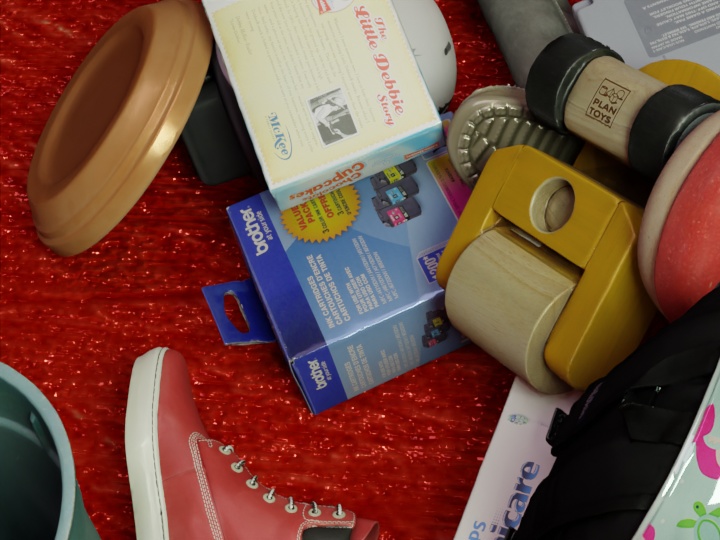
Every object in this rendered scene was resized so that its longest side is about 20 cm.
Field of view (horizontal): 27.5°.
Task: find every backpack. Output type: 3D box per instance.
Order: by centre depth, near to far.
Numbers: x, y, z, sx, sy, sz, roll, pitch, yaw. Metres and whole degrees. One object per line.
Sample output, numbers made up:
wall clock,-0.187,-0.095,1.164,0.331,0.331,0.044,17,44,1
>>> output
backpack,0.161,0.104,0.675,0.149,0.200,0.179,27,64,5

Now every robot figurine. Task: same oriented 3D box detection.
robot figurine,-0.031,-0.129,1.025,0.198,0.125,0.152,-21,70,1

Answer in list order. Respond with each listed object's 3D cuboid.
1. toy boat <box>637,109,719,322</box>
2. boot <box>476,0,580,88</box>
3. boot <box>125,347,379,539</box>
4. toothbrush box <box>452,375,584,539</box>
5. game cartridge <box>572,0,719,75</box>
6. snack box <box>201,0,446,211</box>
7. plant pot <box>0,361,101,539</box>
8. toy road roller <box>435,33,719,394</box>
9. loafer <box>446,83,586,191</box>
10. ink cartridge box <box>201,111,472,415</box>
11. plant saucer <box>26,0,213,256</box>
toy boat,0.237,0.005,0.748,0.131,0.200,0.130,-53,28,-6
boot,0.099,-0.179,1.027,0.180,0.073,0.202,11,52,-28
boot,-0.065,0.131,0.891,0.143,0.073,0.202,-13,63,3
toothbrush box,0.158,0.158,0.810,0.198,0.086,0.147,14,61,20
game cartridge,0.246,-0.163,0.948,0.198,0.041,0.134,-19,42,9
snack box,-0.033,-0.151,0.945,0.115,0.037,0.202,-21,70,2
plant pot,-0.219,0.181,0.810,0.198,0.197,0.202,-6,54,9
toy road roller,0.154,-0.025,0.852,0.123,0.145,0.201,37,102,47
loafer,0.132,-0.067,0.938,0.076,0.198,0.068,-59,31,19
ink cartridge box,0.000,0.000,0.961,0.198,0.077,0.137,-25,55,-3
plant saucer,-0.174,-0.107,1.023,0.200,0.037,0.202,-39,34,34
